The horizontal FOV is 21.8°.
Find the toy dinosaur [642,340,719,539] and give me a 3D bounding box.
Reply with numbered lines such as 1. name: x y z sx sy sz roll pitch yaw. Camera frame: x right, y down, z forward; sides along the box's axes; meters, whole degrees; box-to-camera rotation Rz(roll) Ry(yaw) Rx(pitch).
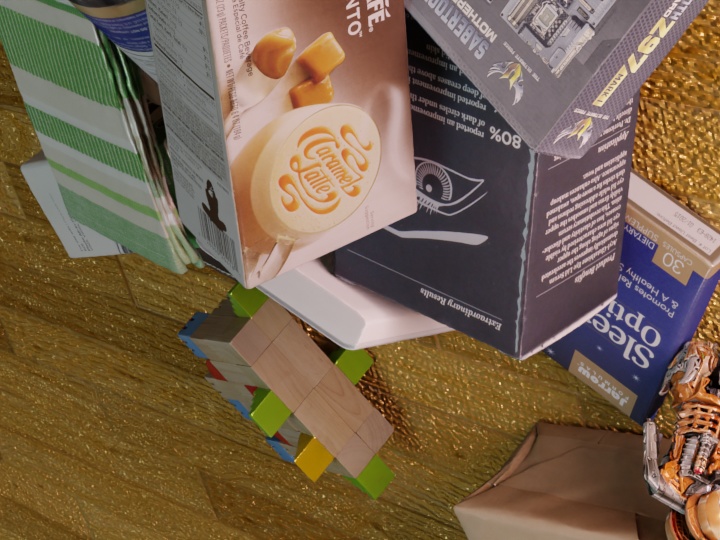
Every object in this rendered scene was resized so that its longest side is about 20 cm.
1. toy dinosaur: 0.224 0.147 1.117 0.102 0.134 0.202 -177 95 -66

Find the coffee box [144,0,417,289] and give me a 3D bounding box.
1. coffee box: -0.041 -0.106 0.972 0.080 0.114 0.201 43 149 42

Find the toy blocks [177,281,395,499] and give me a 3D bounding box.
1. toy blocks: -0.067 0.086 1.459 0.200 0.100 0.136 49 160 -22

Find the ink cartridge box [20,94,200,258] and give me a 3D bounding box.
1. ink cartridge box: -0.123 -0.083 1.300 0.199 0.146 0.085 -4 121 51

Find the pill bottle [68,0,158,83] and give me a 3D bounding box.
1. pill bottle: -0.081 -0.150 1.053 0.111 0.113 0.200 19 166 38

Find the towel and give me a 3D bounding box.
1. towel: -0.171 -0.100 1.180 0.152 0.023 0.201 25 141 45

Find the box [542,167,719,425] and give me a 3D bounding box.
1. box: 0.154 0.018 1.178 0.121 0.032 0.201 37 146 19

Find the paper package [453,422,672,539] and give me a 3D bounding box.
1. paper package: 0.187 0.219 1.273 0.190 0.103 0.201 2 125 49

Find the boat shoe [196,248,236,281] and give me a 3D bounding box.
1. boat shoe: -0.145 -0.044 1.438 0.199 0.070 0.071 35 144 19

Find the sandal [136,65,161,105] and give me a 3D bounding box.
1. sandal: -0.062 -0.109 1.184 0.201 0.083 0.050 17 161 -39

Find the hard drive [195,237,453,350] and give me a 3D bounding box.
1. hard drive: 0.000 0.000 1.207 0.131 0.199 0.027 34 108 24

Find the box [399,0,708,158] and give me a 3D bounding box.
1. box: 0.085 -0.180 0.935 0.158 0.051 0.200 -52 60 23

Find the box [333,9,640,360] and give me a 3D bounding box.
1. box: 0.071 -0.075 1.076 0.147 0.104 0.202 25 126 33
